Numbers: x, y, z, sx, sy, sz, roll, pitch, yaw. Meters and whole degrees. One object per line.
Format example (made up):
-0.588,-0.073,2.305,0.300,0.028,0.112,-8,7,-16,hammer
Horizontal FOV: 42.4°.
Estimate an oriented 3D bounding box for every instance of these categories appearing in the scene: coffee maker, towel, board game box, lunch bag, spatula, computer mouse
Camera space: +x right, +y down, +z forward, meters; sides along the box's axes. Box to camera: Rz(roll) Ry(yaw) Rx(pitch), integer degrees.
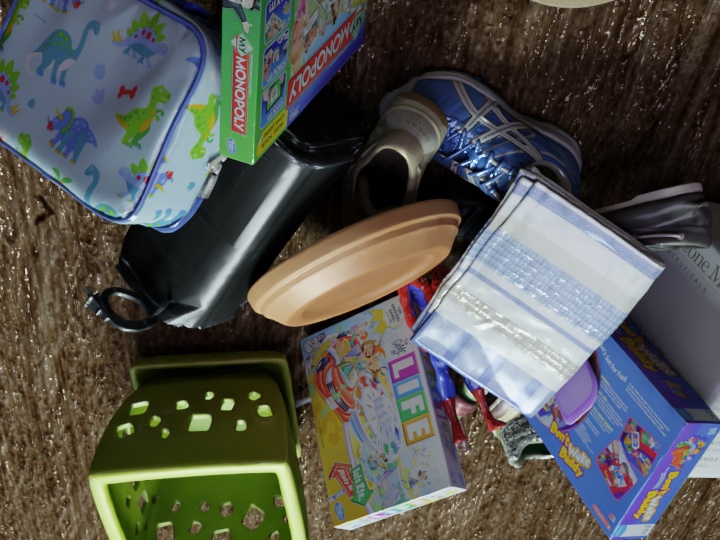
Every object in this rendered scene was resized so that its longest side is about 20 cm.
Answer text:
-0.104,-0.054,0.764,0.134,0.192,0.200,32,123,-7,coffee maker
0.148,0.024,0.807,0.146,0.024,0.201,33,120,0,towel
0.220,0.120,0.842,0.044,0.200,0.135,7,122,-28,board game box
-0.178,-0.134,0.679,0.082,0.199,0.162,6,114,-62,lunch bag
0.018,0.140,0.927,0.134,0.201,0.034,-25,151,23,board game box
0.161,0.046,0.870,0.020,0.201,0.057,-10,149,-38,spatula
-0.040,-0.182,0.651,0.029,0.200,0.135,18,132,12,board game box
0.142,-0.050,0.886,0.199,0.034,0.059,11,145,-21,computer mouse

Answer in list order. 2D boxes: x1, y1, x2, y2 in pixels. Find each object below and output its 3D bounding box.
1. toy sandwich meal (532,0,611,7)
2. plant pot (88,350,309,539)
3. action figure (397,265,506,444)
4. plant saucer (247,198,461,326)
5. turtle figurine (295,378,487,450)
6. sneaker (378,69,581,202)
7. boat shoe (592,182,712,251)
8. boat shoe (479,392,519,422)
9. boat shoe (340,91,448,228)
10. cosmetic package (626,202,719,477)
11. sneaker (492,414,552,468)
0.163,-0.269,0.664,0.203,0.071,0.206,-1,131,-1,toy sandwich meal
-0.157,0.199,0.987,0.197,0.182,0.201,-3,132,2,plant pot
0.082,0.061,0.890,0.065,0.201,0.052,-18,167,-7,action figure
0.000,0.000,0.806,0.199,0.038,0.200,-23,169,-5,plant saucer
0.048,0.151,0.975,0.199,0.144,0.195,22,118,-10,turtle figurine
0.110,-0.109,0.798,0.199,0.077,0.076,17,130,-15,sneaker
0.209,-0.024,0.821,0.199,0.057,0.067,-17,170,32,boat shoe
0.168,0.075,0.971,0.072,0.072,0.201,23,123,-11,boat shoe
0.016,-0.070,0.800,0.072,0.065,0.200,31,150,-1,boat shoe
0.335,0.065,0.864,0.165,0.168,0.201,8,124,-27,cosmetic package
0.248,0.186,1.052,0.198,0.089,0.077,-12,130,8,sneaker
